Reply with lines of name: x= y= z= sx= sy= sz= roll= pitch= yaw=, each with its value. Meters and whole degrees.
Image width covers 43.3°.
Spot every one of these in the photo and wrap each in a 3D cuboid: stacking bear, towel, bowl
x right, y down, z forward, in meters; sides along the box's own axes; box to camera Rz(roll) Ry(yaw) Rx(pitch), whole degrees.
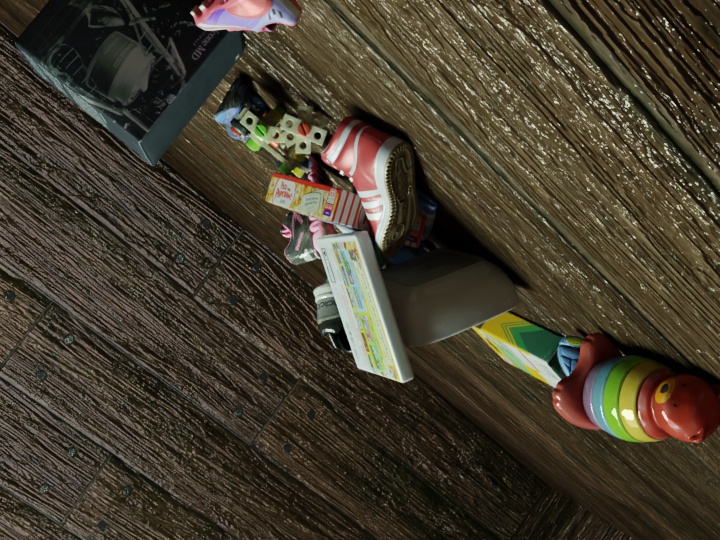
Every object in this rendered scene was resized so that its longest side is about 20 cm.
stacking bear: x=0.354 y=0.159 z=1.115 sx=0.114 sy=0.122 sz=0.199 roll=42 pitch=164 yaw=-21
towel: x=0.044 y=-0.106 z=1.302 sx=0.146 sy=0.024 sz=0.200 roll=37 pitch=172 yaw=6
bowl: x=0.104 y=0.029 z=1.293 sx=0.199 sy=0.197 sz=0.076 roll=20 pitch=127 yaw=62

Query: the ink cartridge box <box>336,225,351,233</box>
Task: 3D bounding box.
ink cartridge box: x=0.062 y=-0.018 z=1.642 sx=0.159 sy=0.047 sz=0.200 roll=29 pitch=166 yaw=49

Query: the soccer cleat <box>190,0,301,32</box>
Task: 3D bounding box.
soccer cleat: x=-0.124 y=-0.275 z=0.954 sx=0.076 sy=0.067 sz=0.199 roll=36 pitch=171 yaw=-23

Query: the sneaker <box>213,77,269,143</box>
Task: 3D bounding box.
sneaker: x=-0.170 y=-0.239 z=1.403 sx=0.077 sy=0.076 sz=0.200 roll=28 pitch=180 yaw=4

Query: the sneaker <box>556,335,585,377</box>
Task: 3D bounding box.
sneaker: x=0.351 y=0.168 z=1.289 sx=0.198 sy=0.071 sz=0.083 roll=37 pitch=167 yaw=-11

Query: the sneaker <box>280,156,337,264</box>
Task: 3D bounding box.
sneaker: x=-0.090 y=-0.094 z=1.448 sx=0.079 sy=0.094 sz=0.203 roll=44 pitch=-148 yaw=-45

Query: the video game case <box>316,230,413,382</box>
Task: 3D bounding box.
video game case: x=0.003 y=0.047 z=1.243 sx=0.182 sy=0.023 sz=0.204 roll=1 pitch=110 yaw=71

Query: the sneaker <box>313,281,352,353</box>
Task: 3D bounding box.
sneaker: x=-0.002 y=0.092 z=1.399 sx=0.073 sy=0.089 sz=0.199 roll=-14 pitch=149 yaw=35

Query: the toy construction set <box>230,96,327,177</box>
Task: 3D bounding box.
toy construction set: x=-0.113 y=-0.190 z=1.281 sx=0.131 sy=0.093 sz=0.200 roll=39 pitch=173 yaw=-8

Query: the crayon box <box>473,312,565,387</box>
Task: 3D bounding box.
crayon box: x=0.281 y=0.130 z=1.476 sx=0.126 sy=0.052 sz=0.199 roll=43 pitch=170 yaw=-34

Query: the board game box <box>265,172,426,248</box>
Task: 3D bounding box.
board game box: x=-0.025 y=-0.086 z=1.282 sx=0.150 sy=0.047 sz=0.199 roll=16 pitch=-178 yaw=-35

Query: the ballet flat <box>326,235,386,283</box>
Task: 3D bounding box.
ballet flat: x=0.000 y=0.000 z=1.388 sx=0.069 sy=0.069 sz=0.200 roll=6 pitch=161 yaw=-13

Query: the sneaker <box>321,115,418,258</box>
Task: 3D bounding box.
sneaker: x=0.011 y=-0.109 z=1.147 sx=0.112 sy=0.071 sz=0.202 roll=34 pitch=149 yaw=26

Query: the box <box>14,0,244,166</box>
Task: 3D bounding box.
box: x=-0.281 y=-0.279 z=1.135 sx=0.195 sy=0.201 sz=0.124 roll=37 pitch=172 yaw=-1

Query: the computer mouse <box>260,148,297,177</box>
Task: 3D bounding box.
computer mouse: x=-0.144 y=-0.204 z=1.615 sx=0.199 sy=0.034 sz=0.058 roll=41 pitch=-169 yaw=20

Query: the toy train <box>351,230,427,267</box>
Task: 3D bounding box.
toy train: x=0.059 y=-0.006 z=1.470 sx=0.199 sy=0.115 sz=0.086 roll=35 pitch=-169 yaw=16
